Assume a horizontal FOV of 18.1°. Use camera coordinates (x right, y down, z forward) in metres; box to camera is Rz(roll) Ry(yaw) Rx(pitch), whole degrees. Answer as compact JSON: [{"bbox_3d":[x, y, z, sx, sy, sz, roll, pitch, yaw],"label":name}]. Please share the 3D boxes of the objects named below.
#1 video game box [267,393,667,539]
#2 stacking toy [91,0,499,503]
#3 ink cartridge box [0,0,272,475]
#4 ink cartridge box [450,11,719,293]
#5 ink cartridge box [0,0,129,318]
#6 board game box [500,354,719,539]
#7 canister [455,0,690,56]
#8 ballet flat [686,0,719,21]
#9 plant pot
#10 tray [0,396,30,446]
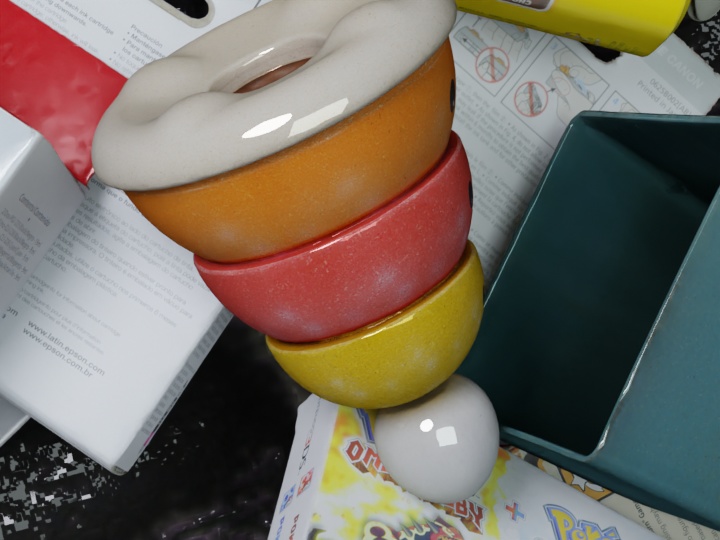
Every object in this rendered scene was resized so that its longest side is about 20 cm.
[{"bbox_3d":[0.051,0.156,0.888,0.199,0.047,0.183,29,42,-16],"label":"video game box"},{"bbox_3d":[0.000,0.000,0.856,0.146,0.146,0.201,-31,112,-14],"label":"stacking toy"},{"bbox_3d":[-0.122,-0.053,0.924,0.196,0.043,0.200,34,82,7],"label":"ink cartridge box"},{"bbox_3d":[0.037,-0.053,0.989,0.162,0.057,0.200,40,83,-15],"label":"ink cartridge box"},{"bbox_3d":[-0.213,-0.059,0.864,0.199,0.084,0.176,33,83,13],"label":"ink cartridge box"},{"bbox_3d":[0.157,0.096,1.017,0.199,0.046,0.152,-32,102,-14],"label":"board game box"},{"bbox_3d":[0.038,-0.176,0.900,0.199,0.087,0.149,13,76,-9],"label":"canister"},{"bbox_3d":[0.123,-0.144,1.023,0.199,0.068,0.076,-9,110,-10],"label":"ballet flat"},{"bbox_3d":[0.166,0.044,0.926,0.199,0.141,0.142,28,84,-23],"label":"plant pot"},{"bbox_3d":[-0.198,0.049,0.939,0.200,0.022,0.107,-44,83,-10],"label":"tray"}]
